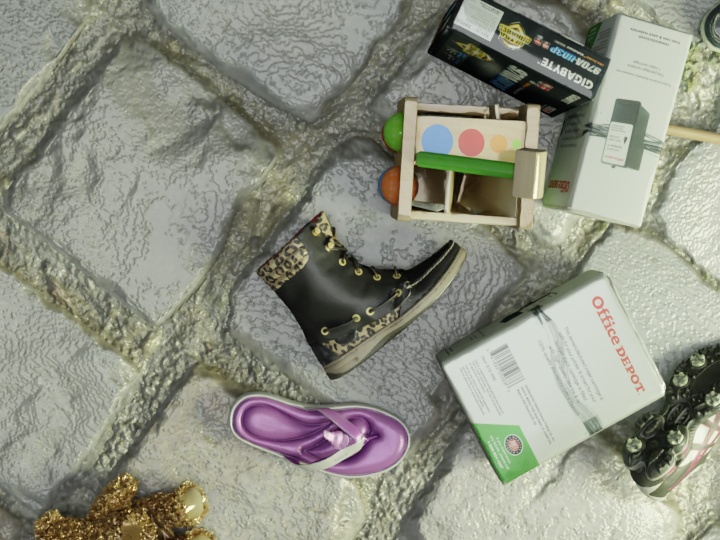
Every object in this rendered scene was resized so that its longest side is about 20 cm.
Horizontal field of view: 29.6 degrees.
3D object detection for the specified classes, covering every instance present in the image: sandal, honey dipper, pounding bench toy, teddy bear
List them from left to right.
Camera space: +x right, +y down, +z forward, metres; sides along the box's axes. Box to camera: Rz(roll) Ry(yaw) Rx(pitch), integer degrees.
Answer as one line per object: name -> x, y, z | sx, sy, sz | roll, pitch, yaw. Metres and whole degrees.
teddy bear -> -0.253, 0.292, 1.473 | 0.198, 0.067, 0.146 | -28, 103, -6
sandal -> -0.045, 0.182, 1.471 | 0.200, 0.050, 0.084 | 8, 94, -2
pounding bench toy -> 0.099, -0.109, 1.381 | 0.154, 0.200, 0.126 | 4, 94, -2
honey dipper -> 0.402, -0.138, 1.470 | 0.197, 0.038, 0.039 | 10, 94, -1

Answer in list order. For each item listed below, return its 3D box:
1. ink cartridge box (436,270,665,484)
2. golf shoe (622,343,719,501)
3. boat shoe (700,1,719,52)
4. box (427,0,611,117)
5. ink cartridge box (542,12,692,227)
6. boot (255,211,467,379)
ink cartridge box -> 0.200, 0.109, 1.448 | 0.198, 0.083, 0.148 | -28, 94, 0
golf shoe -> 0.361, 0.161, 1.478 | 0.200, 0.077, 0.088 | -42, 137, -14
boat shoe -> 0.464, -0.275, 1.448 | 0.197, 0.062, 0.076 | -8, 96, -1
box -> 0.154, -0.216, 1.375 | 0.157, 0.200, 0.046 | 26, 90, -4
ink cartridge box -> 0.262, -0.151, 1.410 | 0.082, 0.147, 0.203 | 15, 94, -4
boot -> 0.000, 0.000, 1.452 | 0.200, 0.073, 0.151 | -40, 94, 7
